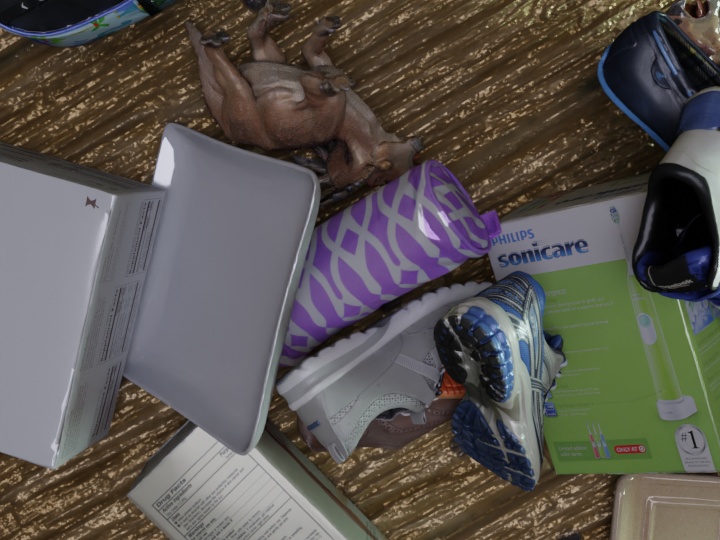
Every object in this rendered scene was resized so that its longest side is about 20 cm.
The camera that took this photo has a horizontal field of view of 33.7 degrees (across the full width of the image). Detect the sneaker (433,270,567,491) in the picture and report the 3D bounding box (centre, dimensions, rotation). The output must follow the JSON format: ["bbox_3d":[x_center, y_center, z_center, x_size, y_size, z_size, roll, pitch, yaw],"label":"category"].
[{"bbox_3d":[0.114,0.081,0.848,0.077,0.201,0.085,30,60,32],"label":"sneaker"}]

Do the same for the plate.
[{"bbox_3d":[-0.104,0.008,0.868,0.032,0.199,0.202,9,99,-42],"label":"plate"}]

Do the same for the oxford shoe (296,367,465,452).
[{"bbox_3d":[0.045,0.094,0.929,0.198,0.072,0.073,-10,135,-7],"label":"oxford shoe"}]

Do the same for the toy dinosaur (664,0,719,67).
[{"bbox_3d":[0.283,-0.110,0.885,0.134,0.086,0.202,-12,102,1],"label":"toy dinosaur"}]

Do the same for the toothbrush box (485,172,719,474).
[{"bbox_3d":[0.193,0.040,0.867,0.145,0.086,0.202,-12,101,44],"label":"toothbrush box"}]

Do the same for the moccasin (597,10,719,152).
[{"bbox_3d":[0.253,-0.096,0.809,0.199,0.081,0.068,36,133,-3],"label":"moccasin"}]

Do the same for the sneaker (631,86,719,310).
[{"bbox_3d":[0.230,-0.003,0.763,0.115,0.080,0.201,-42,113,-31],"label":"sneaker"}]

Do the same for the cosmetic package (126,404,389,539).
[{"bbox_3d":[-0.071,0.196,0.922,0.103,0.087,0.200,-42,97,6],"label":"cosmetic package"}]

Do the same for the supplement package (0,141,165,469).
[{"bbox_3d":[-0.253,0.018,0.875,0.154,0.111,0.202,16,97,7],"label":"supplement package"}]

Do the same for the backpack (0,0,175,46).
[{"bbox_3d":[-0.191,-0.256,0.829,0.199,0.147,0.184,-31,98,0],"label":"backpack"}]

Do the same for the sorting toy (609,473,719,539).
[{"bbox_3d":[0.291,0.256,0.961,0.198,0.036,0.187,3,98,-5],"label":"sorting toy"}]

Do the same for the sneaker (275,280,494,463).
[{"bbox_3d":[0.033,0.072,0.869,0.199,0.075,0.083,-27,86,-28],"label":"sneaker"}]

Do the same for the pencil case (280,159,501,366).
[{"bbox_3d":[0.000,0.000,0.871,0.199,0.085,0.085,-31,136,26],"label":"pencil case"}]

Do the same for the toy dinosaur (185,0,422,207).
[{"bbox_3d":[-0.055,-0.115,0.881,0.198,0.086,0.136,19,134,14],"label":"toy dinosaur"}]
